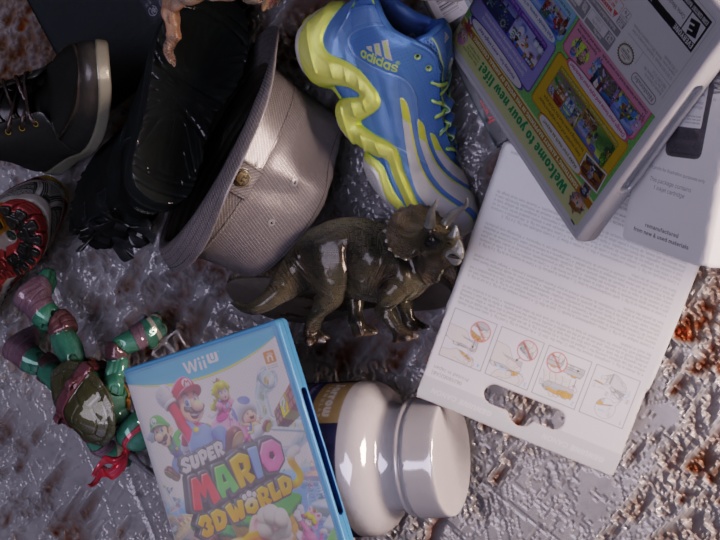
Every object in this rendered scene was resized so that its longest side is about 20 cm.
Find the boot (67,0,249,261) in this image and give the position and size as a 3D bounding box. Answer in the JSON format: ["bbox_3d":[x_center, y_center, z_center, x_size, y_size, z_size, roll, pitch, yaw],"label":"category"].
[{"bbox_3d":[-0.165,-0.110,1.069,0.162,0.073,0.200,-25,47,60],"label":"boot"}]

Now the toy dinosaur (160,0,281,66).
[{"bbox_3d":[-0.111,-0.243,0.965,0.135,0.086,0.202,-26,69,9],"label":"toy dinosaur"}]

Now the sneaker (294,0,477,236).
[{"bbox_3d":[0.040,-0.118,0.980,0.105,0.076,0.200,-31,103,40],"label":"sneaker"}]

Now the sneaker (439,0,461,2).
[{"bbox_3d":[-0.010,-0.241,0.888,0.199,0.140,0.078,29,113,8],"label":"sneaker"}]

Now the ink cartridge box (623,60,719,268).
[{"bbox_3d":[0.264,-0.107,0.867,0.083,0.144,0.202,27,112,57],"label":"ink cartridge box"}]

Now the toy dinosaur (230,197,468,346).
[{"bbox_3d":[0.000,0.000,0.991,0.198,0.077,0.104,-2,97,28],"label":"toy dinosaur"}]

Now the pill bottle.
[{"bbox_3d":[-0.021,0.147,1.049,0.198,0.120,0.121,-5,97,23],"label":"pill bottle"}]

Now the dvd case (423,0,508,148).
[{"bbox_3d":[0.151,-0.199,0.973,0.199,0.022,0.147,-29,87,23],"label":"dvd case"}]

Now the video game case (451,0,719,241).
[{"bbox_3d":[0.147,-0.154,0.888,0.183,0.022,0.201,-59,47,37],"label":"video game case"}]

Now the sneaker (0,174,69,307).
[{"bbox_3d":[-0.317,-0.015,1.180,0.199,0.082,0.078,-31,107,38],"label":"sneaker"}]

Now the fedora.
[{"bbox_3d":[-0.075,-0.077,1.034,0.090,0.177,0.202,27,84,-17],"label":"fedora"}]

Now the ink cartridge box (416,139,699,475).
[{"bbox_3d":[0.147,0.023,0.981,0.161,0.057,0.202,21,106,10],"label":"ink cartridge box"}]

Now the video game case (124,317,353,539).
[{"bbox_3d":[-0.089,0.151,1.003,0.142,0.018,0.202,-18,88,24],"label":"video game case"}]

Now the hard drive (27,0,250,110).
[{"bbox_3d":[-0.179,-0.238,1.100,0.199,0.033,0.140,-31,86,24],"label":"hard drive"}]

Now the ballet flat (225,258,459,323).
[{"bbox_3d":[-0.015,0.005,1.065,0.198,0.067,0.047,-5,56,26],"label":"ballet flat"}]

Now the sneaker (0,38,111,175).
[{"bbox_3d":[-0.267,-0.126,1.066,0.200,0.105,0.076,-34,58,57],"label":"sneaker"}]

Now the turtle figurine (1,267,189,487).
[{"bbox_3d":[-0.219,0.096,1.142,0.199,0.100,0.151,39,111,19],"label":"turtle figurine"}]
